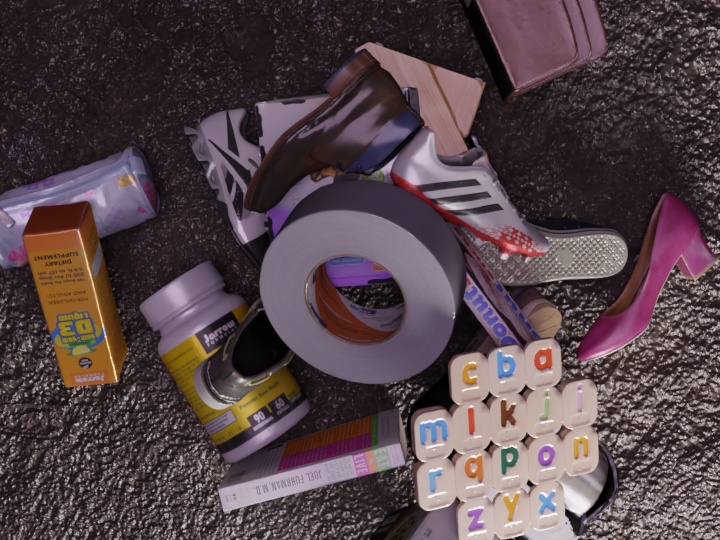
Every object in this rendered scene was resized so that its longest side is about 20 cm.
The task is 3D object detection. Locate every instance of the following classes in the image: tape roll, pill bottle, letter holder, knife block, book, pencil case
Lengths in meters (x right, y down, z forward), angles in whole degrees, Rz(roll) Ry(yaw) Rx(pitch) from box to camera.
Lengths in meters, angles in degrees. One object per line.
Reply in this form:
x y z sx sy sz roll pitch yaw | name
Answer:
0.003 0.013 1.115 0.198 0.066 0.202 9 123 14 | tape roll
-0.152 0.099 1.240 0.114 0.114 0.201 -33 91 4 | pill bottle
0.183 -0.307 1.209 0.141 0.101 0.202 -24 92 2 | letter holder
0.065 -0.138 1.241 0.198 0.064 0.177 20 93 1 | knife block
-0.048 0.209 1.231 0.198 0.134 0.049 -15 93 4 | book
-0.324 -0.072 1.253 0.198 0.091 0.084 -18 51 2 | pencil case

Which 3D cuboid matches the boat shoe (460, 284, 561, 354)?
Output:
0.143 0.100 1.250 0.071 0.065 0.201 20 117 -35 | boat shoe

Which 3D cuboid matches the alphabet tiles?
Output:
0.143 0.168 1.098 0.198 0.015 0.198 -9 104 -18 | alphabet tiles

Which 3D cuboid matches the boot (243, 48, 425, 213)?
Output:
-0.027 -0.113 1.117 0.097 0.075 0.200 42 102 7 | boot

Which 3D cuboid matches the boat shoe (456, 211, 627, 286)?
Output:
0.191 -0.024 1.231 0.198 0.062 0.075 1 105 -8 | boat shoe

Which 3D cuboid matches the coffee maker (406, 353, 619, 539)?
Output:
0.145 0.213 1.188 0.200 0.135 0.193 38 85 -26 | coffee maker

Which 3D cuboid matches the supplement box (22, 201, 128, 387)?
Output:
-0.309 0.029 1.228 0.066 0.069 0.202 -7 123 1 | supplement box

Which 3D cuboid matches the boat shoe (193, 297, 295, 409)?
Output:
-0.096 0.071 1.179 0.072 0.202 0.060 51 130 -6 | boat shoe

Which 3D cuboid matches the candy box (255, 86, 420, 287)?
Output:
-0.015 -0.087 1.194 0.166 0.072 0.202 -3 98 13 | candy box

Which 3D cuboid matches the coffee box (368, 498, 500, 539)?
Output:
0.055 0.312 1.185 0.080 0.200 0.113 41 67 0 | coffee box

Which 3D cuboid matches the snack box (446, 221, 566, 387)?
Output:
0.137 0.037 1.159 0.024 0.072 0.201 -38 85 21 | snack box

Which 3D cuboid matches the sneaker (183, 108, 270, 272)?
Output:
-0.117 -0.088 1.247 0.088 0.074 0.202 -25 89 2 | sneaker

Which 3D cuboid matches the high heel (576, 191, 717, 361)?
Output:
0.295 0.009 1.230 0.199 0.067 0.096 -39 100 -1 | high heel

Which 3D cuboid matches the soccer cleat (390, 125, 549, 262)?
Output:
0.121 -0.075 1.134 0.199 0.069 0.086 25 104 -22 | soccer cleat
